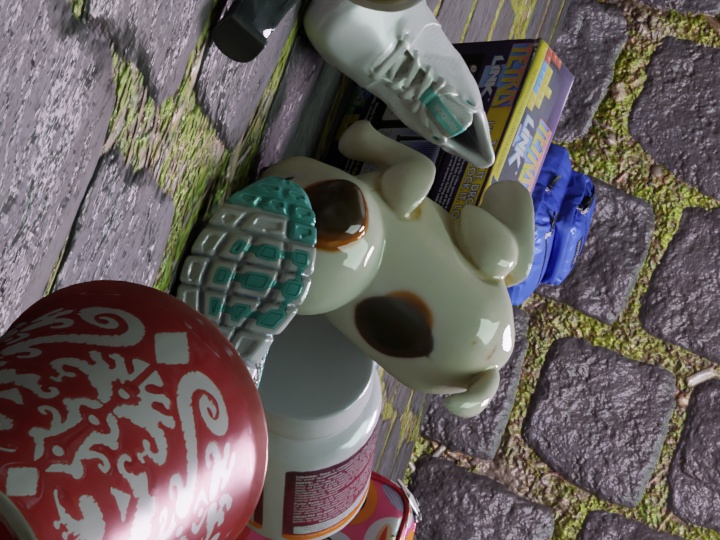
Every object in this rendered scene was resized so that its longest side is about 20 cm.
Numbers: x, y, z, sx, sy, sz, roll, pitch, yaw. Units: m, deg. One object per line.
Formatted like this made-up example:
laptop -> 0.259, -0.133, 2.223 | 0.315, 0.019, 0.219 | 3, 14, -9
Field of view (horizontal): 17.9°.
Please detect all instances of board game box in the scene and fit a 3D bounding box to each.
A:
board game box -> 0.051, -0.073, 1.688 | 0.057, 0.165, 0.201 | 45, 58, -42

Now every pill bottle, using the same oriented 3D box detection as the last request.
pill bottle -> -0.043, 0.106, 1.630 | 0.200, 0.114, 0.115 | 97, 14, -61

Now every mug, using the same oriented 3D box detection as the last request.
mug -> -0.133, 0.112, 0.901 | 0.200, 0.133, 0.179 | -40, 147, -70

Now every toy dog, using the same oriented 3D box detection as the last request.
toy dog -> 0.000, 0.000, 1.481 | 0.139, 0.199, 0.195 | -29, -130, 37

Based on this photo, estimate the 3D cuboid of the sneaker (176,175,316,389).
sneaker -> -0.084, 0.037, 1.376 | 0.091, 0.077, 0.201 | -135, -113, -80

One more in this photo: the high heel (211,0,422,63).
high heel -> 0.013, -0.193, 1.187 | 0.199, 0.071, 0.143 | -22, -151, 45

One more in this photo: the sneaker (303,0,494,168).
sneaker -> 0.038, -0.126, 1.494 | 0.075, 0.089, 0.200 | -39, 148, 12

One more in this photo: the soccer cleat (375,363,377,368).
soccer cleat -> -0.041, 0.125, 1.943 | 0.087, 0.069, 0.201 | 68, 36, -55

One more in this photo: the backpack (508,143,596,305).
backpack -> 0.200, -0.058, 2.883 | 0.200, 0.167, 0.163 | -57, 159, -48

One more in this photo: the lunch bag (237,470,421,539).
lunch bag -> -0.038, 0.242, 1.767 | 0.082, 0.175, 0.201 | 66, 44, -79
